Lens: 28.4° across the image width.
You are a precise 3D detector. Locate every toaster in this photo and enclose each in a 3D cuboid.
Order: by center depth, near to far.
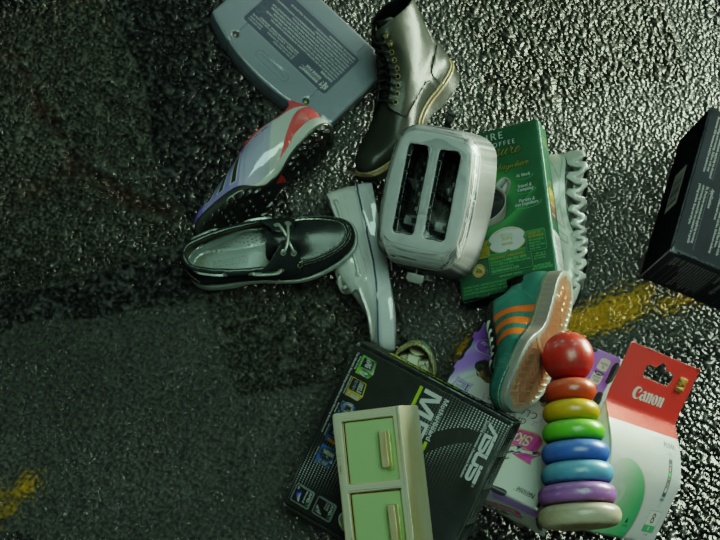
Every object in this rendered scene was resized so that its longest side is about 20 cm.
[{"bbox_3d":[0.086,-0.085,1.575,0.113,0.129,0.202,13,94,12],"label":"toaster"}]

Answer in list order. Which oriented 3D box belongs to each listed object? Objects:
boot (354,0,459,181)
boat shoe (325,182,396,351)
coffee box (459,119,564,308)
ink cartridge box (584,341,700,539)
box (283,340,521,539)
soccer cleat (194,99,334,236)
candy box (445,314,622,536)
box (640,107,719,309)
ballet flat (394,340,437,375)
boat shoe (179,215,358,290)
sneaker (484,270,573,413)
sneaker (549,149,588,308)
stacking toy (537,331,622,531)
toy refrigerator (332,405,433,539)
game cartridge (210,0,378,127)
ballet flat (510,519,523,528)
[{"bbox_3d":[0.028,-0.216,1.654,0.077,0.139,0.201,4,50,37],"label":"boot"},{"bbox_3d":[0.000,0.000,1.623,0.065,0.074,0.202,-10,69,1],"label":"boat shoe"},{"bbox_3d":[0.168,-0.066,1.656,0.122,0.044,0.202,-13,71,20],"label":"coffee box"},{"bbox_3d":[0.304,0.191,1.537,0.050,0.160,0.201,30,97,42],"label":"ink cartridge box"},{"bbox_3d":[0.042,0.205,1.498,0.192,0.047,0.201,28,95,22],"label":"box"},{"bbox_3d":[-0.121,-0.113,1.635,0.200,0.068,0.073,-43,57,-7],"label":"soccer cleat"},{"bbox_3d":[0.172,0.161,1.560,0.167,0.072,0.201,22,65,25],"label":"candy box"},{"bbox_3d":[0.458,-0.059,1.707,0.181,0.104,0.201,22,69,-2],"label":"box"},{"bbox_3d":[0.036,0.167,1.568,0.070,0.071,0.201,22,69,-3],"label":"ballet flat"},{"bbox_3d":[-0.101,-0.023,1.579,0.198,0.060,0.076,-16,70,2],"label":"boat shoe"},{"bbox_3d":[0.166,0.077,1.527,0.079,0.072,0.201,-2,38,31],"label":"sneaker"},{"bbox_3d":[0.230,-0.046,1.682,0.080,0.075,0.202,1,69,4],"label":"sneaker"},{"bbox_3d":[0.217,0.161,1.453,0.084,0.085,0.202,1,74,-11],"label":"stacking toy"},{"bbox_3d":[0.025,0.241,1.441,0.075,0.070,0.202,-8,82,20],"label":"toy refrigerator"},{"bbox_3d":[-0.078,-0.265,1.708,0.200,0.041,0.133,44,66,5],"label":"game cartridge"},{"bbox_3d":[0.247,0.232,1.594,0.198,0.068,0.068,-23,81,-7],"label":"ballet flat"}]
